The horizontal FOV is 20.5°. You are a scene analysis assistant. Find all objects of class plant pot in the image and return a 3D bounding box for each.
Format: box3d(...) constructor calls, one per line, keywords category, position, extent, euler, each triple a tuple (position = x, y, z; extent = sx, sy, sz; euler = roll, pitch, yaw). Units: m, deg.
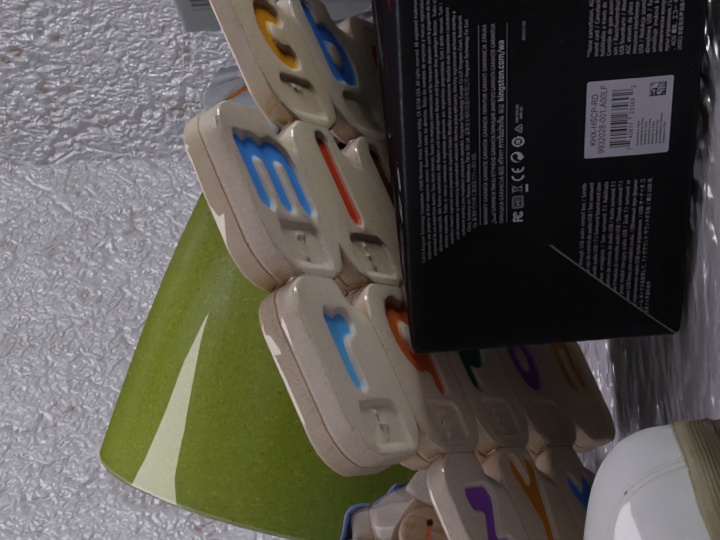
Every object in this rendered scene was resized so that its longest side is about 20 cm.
box3d(category="plant pot", position=(0.000, 0.000, 0.850), extent=(0.187, 0.186, 0.201), euler=(-111, 33, -84))

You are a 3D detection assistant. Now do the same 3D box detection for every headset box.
box3d(category="headset box", position=(0.039, -0.100, 0.541), extent=(0.201, 0.074, 0.149), euler=(-95, 1, -48))

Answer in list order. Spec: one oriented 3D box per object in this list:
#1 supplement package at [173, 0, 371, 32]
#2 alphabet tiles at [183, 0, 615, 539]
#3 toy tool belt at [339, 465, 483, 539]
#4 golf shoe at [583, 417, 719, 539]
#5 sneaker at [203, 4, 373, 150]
box3d(category="supplement package", position=(-0.014, -0.220, 0.866), extent=(0.152, 0.149, 0.202), euler=(100, 167, -85))
box3d(category="alphabet tiles", position=(0.019, 0.009, 0.565), extent=(0.200, 0.015, 0.197), euler=(7, -123, -65))
box3d(category="toy tool belt", position=(0.023, 0.136, 0.726), extent=(0.200, 0.122, 0.126), euler=(90, 177, -66))
box3d(category="golf shoe", position=(0.049, 0.126, 0.399), extent=(0.073, 0.091, 0.201), euler=(-94, 2, -71))
box3d(category="sneaker", position=(0.018, -0.059, 0.715), extent=(0.200, 0.078, 0.078), euler=(-28, -74, -54))
